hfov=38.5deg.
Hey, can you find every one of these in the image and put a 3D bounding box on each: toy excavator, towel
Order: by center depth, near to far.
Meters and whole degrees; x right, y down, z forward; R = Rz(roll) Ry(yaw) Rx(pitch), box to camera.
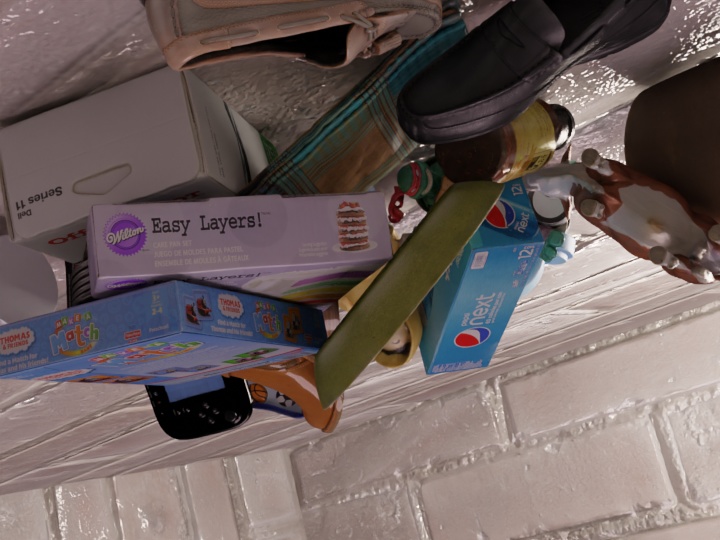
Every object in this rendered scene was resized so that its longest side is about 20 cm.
[{"bbox_3d":[0.008,-0.094,0.737,0.200,0.022,0.147,-42,163,4],"label":"towel"},{"bbox_3d":[0.123,0.005,1.083,0.192,0.203,0.100,8,170,10],"label":"toy excavator"}]

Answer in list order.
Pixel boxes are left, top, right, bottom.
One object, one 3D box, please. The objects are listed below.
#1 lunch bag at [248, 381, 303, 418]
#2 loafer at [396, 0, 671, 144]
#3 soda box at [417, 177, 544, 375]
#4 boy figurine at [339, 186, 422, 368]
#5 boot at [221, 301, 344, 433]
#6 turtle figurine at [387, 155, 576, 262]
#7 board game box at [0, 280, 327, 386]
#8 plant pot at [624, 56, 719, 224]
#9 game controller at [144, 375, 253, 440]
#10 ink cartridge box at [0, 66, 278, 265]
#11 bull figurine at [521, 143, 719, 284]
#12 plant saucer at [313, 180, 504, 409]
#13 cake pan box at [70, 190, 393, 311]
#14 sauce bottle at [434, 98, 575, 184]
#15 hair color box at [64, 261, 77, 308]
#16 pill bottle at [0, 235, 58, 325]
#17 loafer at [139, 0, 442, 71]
[{"bbox_3d":[-0.146,0.078,1.147,0.197,0.126,0.170,8,-176,-1],"label":"lunch bag"},{"bbox_3d":[0.108,-0.150,0.659,0.199,0.068,0.071,-30,147,-2],"label":"loafer"},{"bbox_3d":[0.095,0.011,0.892,0.063,0.069,0.201,-6,147,-13],"label":"soda box"},{"bbox_3d":[0.000,0.000,0.902,0.123,0.202,0.065,-10,-147,18],"label":"boy figurine"},{"bbox_3d":[-0.092,0.077,0.898,0.152,0.074,0.201,-3,138,-1],"label":"boot"},{"bbox_3d":[0.105,-0.070,0.963,0.198,0.101,0.151,6,124,-27],"label":"turtle figurine"},{"bbox_3d":[-0.132,0.049,0.713,0.149,0.037,0.200,-14,168,22],"label":"board game box"},{"bbox_3d":[0.331,-0.113,0.892,0.173,0.203,0.199,-2,178,43],"label":"plant pot"},{"bbox_3d":[-0.179,0.072,1.036,0.103,0.203,0.042,-16,-168,1],"label":"game controller"},{"bbox_3d":[-0.146,-0.059,0.747,0.145,0.084,0.200,-17,167,9],"label":"ink cartridge box"},{"bbox_3d":[0.225,-0.051,0.864,0.066,0.198,0.121,-63,163,10],"label":"bull figurine"},{"bbox_3d":[0.027,0.009,0.722,0.201,0.031,0.200,-51,180,0],"label":"plant saucer"},{"bbox_3d":[-0.098,-0.002,0.707,0.197,0.053,0.184,-4,165,-20],"label":"cake pan box"},{"bbox_3d":[0.126,-0.108,0.830,0.066,0.067,0.199,-23,179,33],"label":"sauce bottle"},{"bbox_3d":[-0.177,0.006,0.932,0.198,0.103,0.061,-22,153,25],"label":"hair color box"},{"bbox_3d":[-0.353,0.042,0.878,0.198,0.113,0.112,-22,165,30],"label":"pill bottle"},{"bbox_3d":[-0.032,-0.139,0.591,0.198,0.064,0.072,-5,165,-36],"label":"loafer"}]
